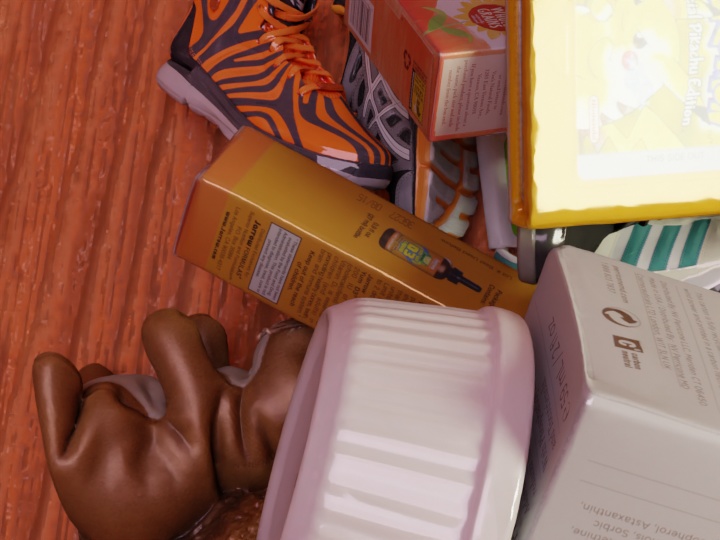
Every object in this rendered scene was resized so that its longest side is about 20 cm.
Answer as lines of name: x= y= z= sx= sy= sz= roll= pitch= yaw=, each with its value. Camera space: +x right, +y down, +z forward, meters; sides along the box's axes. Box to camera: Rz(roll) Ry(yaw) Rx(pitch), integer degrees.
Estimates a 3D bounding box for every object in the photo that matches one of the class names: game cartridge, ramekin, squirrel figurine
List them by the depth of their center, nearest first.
ramekin: x=0.008 y=0.105 z=0.706 sx=0.094 sy=0.202 sz=0.203 roll=15 pitch=79 yaw=-5
game cartridge: x=0.168 y=-0.115 z=0.752 sx=0.199 sy=0.032 sz=0.177 roll=-5 pitch=99 yaw=-19
squirrel figurine: x=-0.075 y=0.117 z=0.854 sx=0.186 sy=0.142 sz=0.201 roll=-11 pitch=76 yaw=-1

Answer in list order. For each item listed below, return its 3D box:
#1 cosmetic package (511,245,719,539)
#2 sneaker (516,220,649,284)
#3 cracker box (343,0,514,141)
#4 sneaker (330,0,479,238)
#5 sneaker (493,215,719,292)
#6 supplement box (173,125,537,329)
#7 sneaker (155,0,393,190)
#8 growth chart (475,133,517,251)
cosmetic package: x=0.143 y=0.127 z=0.712 sx=0.166 sy=0.167 sz=0.201 roll=16 pitch=113 yaw=-5
sneaker: x=0.162 y=-0.056 z=0.810 sx=0.106 sy=0.075 sz=0.200 roll=16 pitch=45 yaw=23
cracker box: x=0.106 y=-0.139 z=0.818 sx=0.199 sy=0.058 sz=0.134 roll=-9 pitch=40 yaw=-18
sneaker: x=0.025 y=-0.097 z=0.918 sx=0.077 sy=0.078 sz=0.201 roll=-9 pitch=72 yaw=21
sneaker: x=0.171 y=-0.017 z=0.859 sx=0.199 sy=0.070 sz=0.094 roll=-26 pitch=78 yaw=0
supplement box: x=0.000 y=0.000 z=0.820 sx=0.200 sy=0.069 sz=0.067 roll=27 pitch=39 yaw=7
sneaker: x=-0.044 y=-0.130 z=0.891 sx=0.200 sy=0.077 sz=0.112 roll=33 pitch=107 yaw=34
growth chart: x=0.166 y=-0.075 z=0.911 sx=0.199 sy=0.018 sz=0.145 roll=-16 pitch=78 yaw=6
